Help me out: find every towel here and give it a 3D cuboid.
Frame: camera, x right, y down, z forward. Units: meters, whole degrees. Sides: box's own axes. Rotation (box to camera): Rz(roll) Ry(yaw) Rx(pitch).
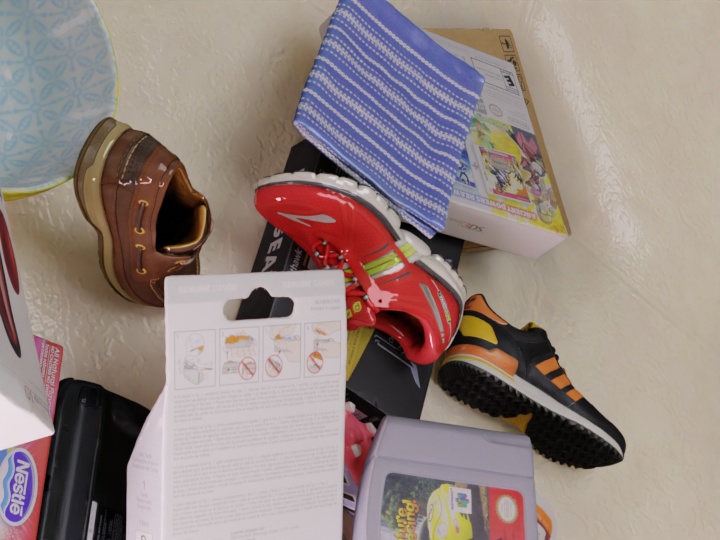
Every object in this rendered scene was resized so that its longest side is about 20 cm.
[{"bbox_3d":[0.027,-0.130,1.405,0.144,0.024,0.201,37,39,-17],"label":"towel"}]

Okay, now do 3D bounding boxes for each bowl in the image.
[{"bbox_3d":[-0.269,-0.126,1.195,0.199,0.107,0.202,19,60,-36],"label":"bowl"}]

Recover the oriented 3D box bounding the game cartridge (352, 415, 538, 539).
[{"bbox_3d":[0.060,0.198,1.291,0.132,0.041,0.201,7,56,-11],"label":"game cartridge"}]

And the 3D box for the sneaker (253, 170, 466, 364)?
[{"bbox_3d":[0.000,0.000,1.346,0.200,0.077,0.085,36,57,-25],"label":"sneaker"}]

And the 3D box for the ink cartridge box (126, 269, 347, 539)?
[{"bbox_3d":[-0.082,0.101,1.232,0.159,0.047,0.202,-2,94,-43],"label":"ink cartridge box"}]

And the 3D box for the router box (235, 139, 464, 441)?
[{"bbox_3d":[-0.006,0.013,1.422,0.157,0.052,0.201,36,52,-26],"label":"router box"}]

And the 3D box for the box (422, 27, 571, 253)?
[{"bbox_3d":[0.102,-0.116,1.600,0.163,0.021,0.202,-7,78,-45],"label":"box"}]

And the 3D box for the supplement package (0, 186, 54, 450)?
[{"bbox_3d":[-0.273,-0.005,0.977,0.191,0.146,0.201,70,5,-74],"label":"supplement package"}]

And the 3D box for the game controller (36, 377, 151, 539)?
[{"bbox_3d":[-0.178,0.173,1.212,0.104,0.042,0.201,35,51,-45],"label":"game controller"}]

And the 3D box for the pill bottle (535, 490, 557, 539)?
[{"bbox_3d":[0.069,0.256,1.349,0.114,0.114,0.201,41,49,-23],"label":"pill bottle"}]

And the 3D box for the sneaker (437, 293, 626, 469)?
[{"bbox_3d":[0.154,0.091,1.527,0.199,0.070,0.091,32,57,-27],"label":"sneaker"}]

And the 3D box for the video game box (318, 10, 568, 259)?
[{"bbox_3d":[0.068,-0.112,1.491,0.199,0.047,0.183,15,48,-40],"label":"video game box"}]

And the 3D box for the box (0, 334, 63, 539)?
[{"bbox_3d":[-0.255,0.134,1.105,0.095,0.099,0.201,23,57,-34],"label":"box"}]

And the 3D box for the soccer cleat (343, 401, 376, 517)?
[{"bbox_3d":[-0.041,0.122,1.346,0.200,0.076,0.067,55,20,-35],"label":"soccer cleat"}]

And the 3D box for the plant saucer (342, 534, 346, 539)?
[{"bbox_3d":[-0.065,0.233,1.291,0.199,0.031,0.202,18,61,-36],"label":"plant saucer"}]

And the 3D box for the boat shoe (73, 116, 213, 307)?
[{"bbox_3d":[-0.136,-0.026,1.237,0.200,0.067,0.072,77,36,-61],"label":"boat shoe"}]
